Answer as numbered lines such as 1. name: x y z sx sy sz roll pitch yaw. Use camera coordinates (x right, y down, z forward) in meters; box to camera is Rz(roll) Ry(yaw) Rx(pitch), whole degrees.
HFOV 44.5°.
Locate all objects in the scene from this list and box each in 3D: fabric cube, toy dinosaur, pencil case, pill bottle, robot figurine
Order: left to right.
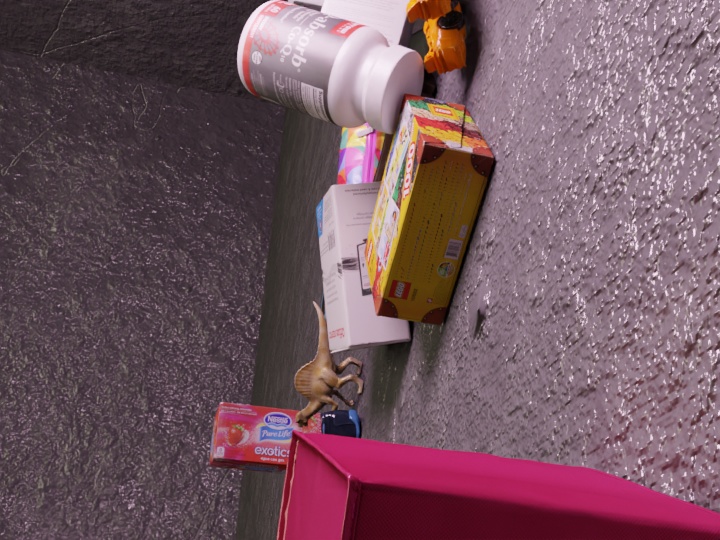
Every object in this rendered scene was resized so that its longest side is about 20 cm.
1. toy dinosaur: -0.047 0.156 1.318 0.058 0.100 0.203 -117 37 -73
2. pill bottle: -0.034 -0.232 1.016 0.116 0.198 0.117 -45 -33 -40
3. pencil case: 0.002 -0.143 1.366 0.088 0.087 0.203 127 149 -68
4. robot figurine: 0.080 -0.326 1.012 0.146 0.058 0.202 63 -163 -45
5. fabric cube: 0.057 0.202 0.458 0.196 0.197 0.203 166 112 -77

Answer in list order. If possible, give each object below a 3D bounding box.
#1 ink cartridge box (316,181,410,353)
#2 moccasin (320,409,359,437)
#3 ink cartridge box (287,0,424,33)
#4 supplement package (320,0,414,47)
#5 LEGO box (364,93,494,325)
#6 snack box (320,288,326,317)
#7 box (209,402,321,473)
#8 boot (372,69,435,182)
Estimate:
1. ink cartridge box: 0.000 0.000 1.136 0.146 0.083 0.203 150 114 -77
2. moccasin: -0.052 0.291 1.318 0.081 0.067 0.202 -111 31 -70
3. ink cartridge box: -0.002 -0.444 1.313 0.145 0.197 0.147 -135 55 -77
4. supplement package: 0.019 -0.353 1.153 0.114 0.108 0.202 90 -166 -70
5. LEGO box: 0.068 -0.067 0.956 0.149 0.076 0.202 -101 23 -61
6. snack box: -0.035 -0.009 1.568 0.116 0.037 0.203 158 121 -77
7. box: -0.153 0.290 1.501 0.100 0.197 0.097 123 153 -65
8. boot: 0.048 -0.142 1.158 0.187 0.064 0.201 -73 3 -55
